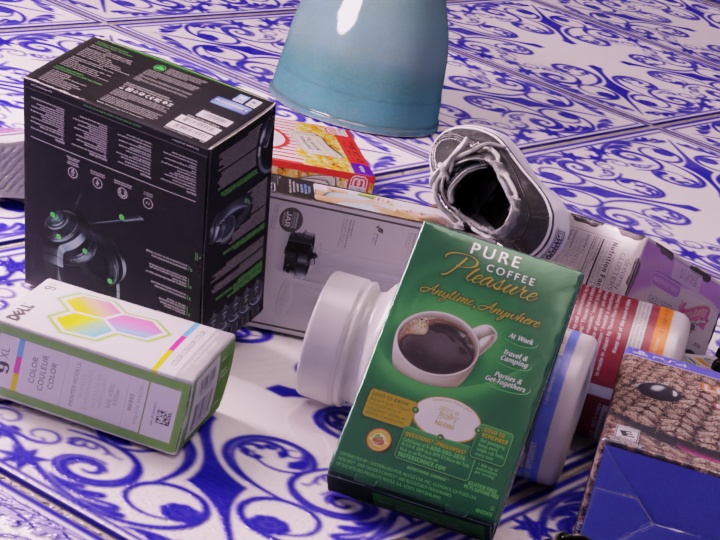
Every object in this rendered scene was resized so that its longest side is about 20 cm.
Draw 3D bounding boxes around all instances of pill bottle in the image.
[{"bbox_3d":[0.062,0.073,1.549,0.199,0.114,0.114,17,18,9],"label":"pill bottle"},{"bbox_3d":[0.144,0.061,1.647,0.199,0.113,0.113,17,18,7],"label":"pill bottle"}]

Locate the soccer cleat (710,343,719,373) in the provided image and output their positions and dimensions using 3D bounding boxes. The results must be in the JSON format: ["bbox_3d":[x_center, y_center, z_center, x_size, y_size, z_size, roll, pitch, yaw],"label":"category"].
[{"bbox_3d":[0.316,0.068,1.654,0.073,0.068,0.200,18,0,6],"label":"soccer cleat"}]

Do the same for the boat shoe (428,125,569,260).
[{"bbox_3d":[0.090,-0.067,1.682,0.068,0.074,0.199,21,20,-31],"label":"boat shoe"}]

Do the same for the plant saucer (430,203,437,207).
[{"bbox_3d":[0.140,-0.024,2.033,0.199,0.030,0.200,12,18,-4],"label":"plant saucer"}]

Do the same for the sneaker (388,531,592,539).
[{"bbox_3d":[0.106,0.189,1.296,0.199,0.080,0.075,16,18,11],"label":"sneaker"}]

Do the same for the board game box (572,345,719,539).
[{"bbox_3d":[0.239,0.147,1.486,0.159,0.097,0.200,16,18,6],"label":"board game box"}]

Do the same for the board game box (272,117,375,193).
[{"bbox_3d":[-0.098,-0.110,2.082,0.199,0.046,0.152,9,19,-15],"label":"board game box"}]

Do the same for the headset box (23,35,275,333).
[{"bbox_3d":[-0.162,-0.050,1.631,0.174,0.201,0.093,21,36,24],"label":"headset box"}]

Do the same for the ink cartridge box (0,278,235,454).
[{"bbox_3d":[-0.198,0.057,1.491,0.199,0.059,0.104,17,18,8],"label":"ink cartridge box"}]

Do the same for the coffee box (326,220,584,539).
[{"bbox_3d":[0.066,0.074,1.460,0.123,0.200,0.044,17,-25,8],"label":"coffee box"}]

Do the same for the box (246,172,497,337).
[{"bbox_3d":[0.000,0.000,1.722,0.199,0.117,0.060,11,16,-5],"label":"box"}]

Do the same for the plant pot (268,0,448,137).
[{"bbox_3d":[0.013,-0.271,2.417,0.199,0.189,0.200,13,19,-4],"label":"plant pot"}]

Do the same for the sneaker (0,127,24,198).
[{"bbox_3d":[-0.296,-0.104,1.884,0.200,0.073,0.114,6,17,-23],"label":"sneaker"}]

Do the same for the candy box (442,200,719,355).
[{"bbox_3d":[0.184,0.000,1.805,0.200,0.072,0.168,19,-4,36],"label":"candy box"}]

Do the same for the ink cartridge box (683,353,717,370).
[{"bbox_3d":[0.322,0.110,1.751,0.199,0.042,0.119,9,19,-23],"label":"ink cartridge box"}]
